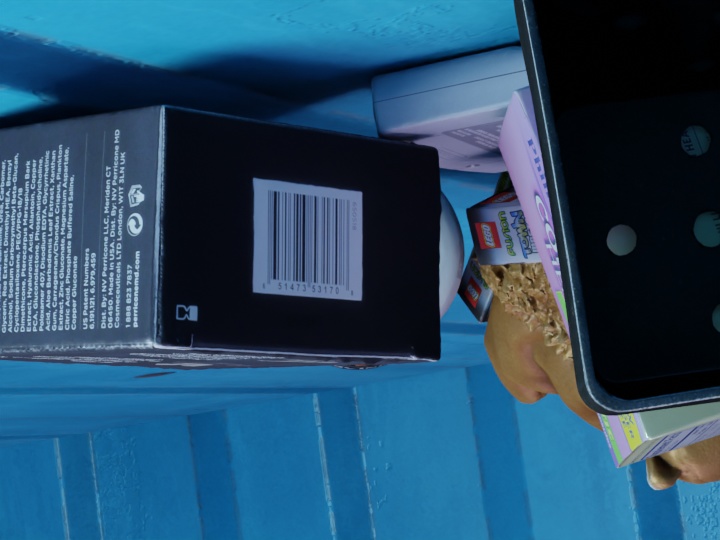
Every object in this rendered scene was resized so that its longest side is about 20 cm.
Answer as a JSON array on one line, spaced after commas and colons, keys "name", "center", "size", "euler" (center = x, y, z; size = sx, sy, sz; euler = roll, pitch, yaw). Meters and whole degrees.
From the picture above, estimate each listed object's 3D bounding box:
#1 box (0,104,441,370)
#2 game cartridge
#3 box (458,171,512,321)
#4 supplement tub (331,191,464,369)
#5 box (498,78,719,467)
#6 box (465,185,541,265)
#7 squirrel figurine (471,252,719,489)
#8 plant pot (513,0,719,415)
[{"name": "box", "center": [-0.095, -0.010, 1.130], "size": [0.199, 0.118, 0.196], "euler": [-4, 173, 43]}, {"name": "game cartridge", "center": [0.084, -0.086, 1.190], "size": [0.133, 0.041, 0.200], "euler": [-14, 171, 19]}, {"name": "box", "center": [0.171, -0.024, 1.477], "size": [0.199, 0.035, 0.110], "euler": [-4, 130, -30]}, {"name": "supplement tub", "center": [0.000, 0.000, 1.435], "size": [0.122, 0.123, 0.200], "euler": [-7, 173, -3]}, {"name": "box", "center": [0.190, -0.024, 1.058], "size": [0.199, 0.177, 0.097], "euler": [-19, 168, -6]}, {"name": "box", "center": [0.164, -0.052, 1.255], "size": [0.110, 0.035, 0.200], "euler": [-3, -163, 44]}, {"name": "squirrel figurine", "center": [0.160, 0.047, 1.355], "size": [0.141, 0.187, 0.200], "euler": [-37, 137, 0]}, {"name": "plant pot", "center": [0.164, -0.036, 0.918], "size": [0.198, 0.201, 0.177], "euler": [-8, 167, -4]}]
